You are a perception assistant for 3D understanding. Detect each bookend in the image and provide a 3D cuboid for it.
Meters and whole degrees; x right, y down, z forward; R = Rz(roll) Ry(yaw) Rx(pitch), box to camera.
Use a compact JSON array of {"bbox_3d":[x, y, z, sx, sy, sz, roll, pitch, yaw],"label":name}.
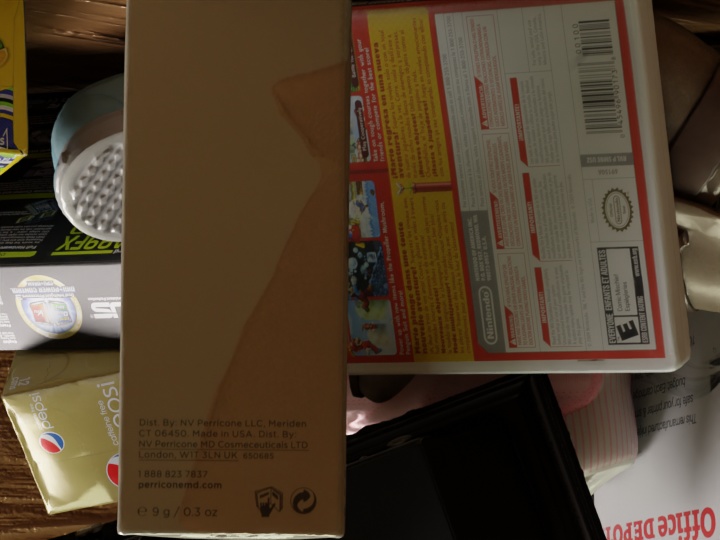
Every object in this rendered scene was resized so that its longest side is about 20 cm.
[{"bbox_3d":[-0.036,0.119,1.105,0.198,0.092,0.200,-22,174,26],"label":"bookend"}]

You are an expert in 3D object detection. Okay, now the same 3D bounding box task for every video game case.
[{"bbox_3d":[0.022,-0.031,1.081,0.200,0.143,0.017,-2,-166,27],"label":"video game case"}]

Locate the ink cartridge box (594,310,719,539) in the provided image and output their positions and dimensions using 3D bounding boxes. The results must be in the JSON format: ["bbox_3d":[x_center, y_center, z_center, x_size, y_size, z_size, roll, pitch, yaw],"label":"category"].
[{"bbox_3d":[0.159,0.033,1.205,0.084,0.201,0.146,2,171,-18],"label":"ink cartridge box"}]

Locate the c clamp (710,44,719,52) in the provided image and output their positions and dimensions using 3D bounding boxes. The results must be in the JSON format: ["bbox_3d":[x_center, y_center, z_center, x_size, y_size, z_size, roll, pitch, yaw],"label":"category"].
[{"bbox_3d":[0.155,-0.075,1.232,0.199,0.027,0.171,-1,176,18],"label":"c clamp"}]

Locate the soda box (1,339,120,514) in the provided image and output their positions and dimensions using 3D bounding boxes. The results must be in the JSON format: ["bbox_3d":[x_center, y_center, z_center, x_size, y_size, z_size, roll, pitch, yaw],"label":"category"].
[{"bbox_3d":[-0.103,0.023,1.276,0.068,0.064,0.200,-12,-152,11],"label":"soda box"}]

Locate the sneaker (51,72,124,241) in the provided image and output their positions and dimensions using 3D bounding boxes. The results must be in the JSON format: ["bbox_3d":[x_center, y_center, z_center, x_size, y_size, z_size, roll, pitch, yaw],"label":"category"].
[{"bbox_3d":[-0.031,-0.071,1.178,0.199,0.074,0.082,-8,-143,-10],"label":"sneaker"}]

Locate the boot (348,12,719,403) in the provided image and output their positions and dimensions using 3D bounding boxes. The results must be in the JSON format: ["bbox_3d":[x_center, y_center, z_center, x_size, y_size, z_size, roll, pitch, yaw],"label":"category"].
[{"bbox_3d":[0.080,-0.013,1.118,0.146,0.200,0.070,17,-144,9],"label":"boot"}]

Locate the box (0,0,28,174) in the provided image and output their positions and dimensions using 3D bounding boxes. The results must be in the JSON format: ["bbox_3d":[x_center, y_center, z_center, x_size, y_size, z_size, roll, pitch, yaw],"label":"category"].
[{"bbox_3d":[-0.180,-0.066,1.144,0.070,0.064,0.200,1,175,-14],"label":"box"}]

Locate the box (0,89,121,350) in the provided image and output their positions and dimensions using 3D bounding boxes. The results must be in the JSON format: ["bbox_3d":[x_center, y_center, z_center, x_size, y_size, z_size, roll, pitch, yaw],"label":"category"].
[{"bbox_3d":[-0.130,-0.025,1.263,0.200,0.044,0.160,-2,-148,27],"label":"box"}]

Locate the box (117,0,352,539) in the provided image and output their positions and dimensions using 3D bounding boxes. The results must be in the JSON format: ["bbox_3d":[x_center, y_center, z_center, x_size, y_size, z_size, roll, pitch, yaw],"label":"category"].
[{"bbox_3d":[-0.043,-0.007,1.000,0.078,0.201,0.095,1,176,0],"label":"box"}]

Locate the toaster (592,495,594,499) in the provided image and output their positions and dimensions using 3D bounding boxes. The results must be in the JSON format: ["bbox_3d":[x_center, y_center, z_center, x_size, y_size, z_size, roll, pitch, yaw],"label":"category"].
[{"bbox_3d":[0.147,0.017,1.383,0.129,0.200,0.114,42,-173,-47],"label":"toaster"}]

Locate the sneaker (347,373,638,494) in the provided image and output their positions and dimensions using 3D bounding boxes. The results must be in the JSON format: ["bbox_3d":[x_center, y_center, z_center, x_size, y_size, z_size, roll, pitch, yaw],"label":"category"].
[{"bbox_3d":[0.032,0.071,1.226,0.200,0.105,0.075,-18,175,33],"label":"sneaker"}]
